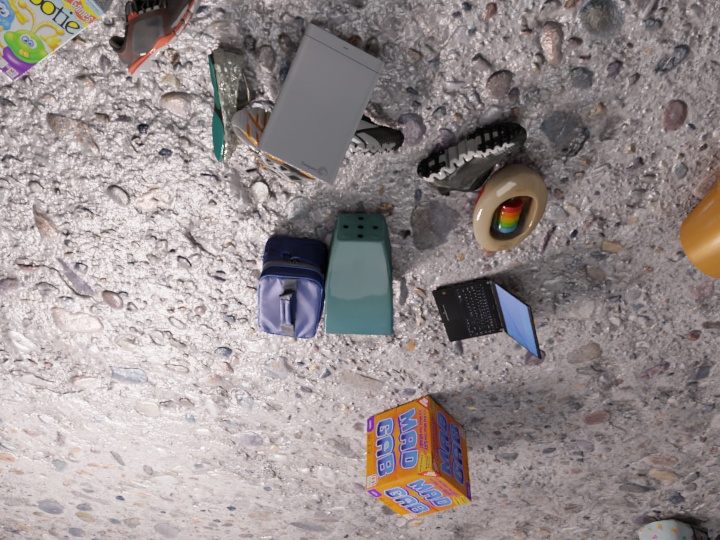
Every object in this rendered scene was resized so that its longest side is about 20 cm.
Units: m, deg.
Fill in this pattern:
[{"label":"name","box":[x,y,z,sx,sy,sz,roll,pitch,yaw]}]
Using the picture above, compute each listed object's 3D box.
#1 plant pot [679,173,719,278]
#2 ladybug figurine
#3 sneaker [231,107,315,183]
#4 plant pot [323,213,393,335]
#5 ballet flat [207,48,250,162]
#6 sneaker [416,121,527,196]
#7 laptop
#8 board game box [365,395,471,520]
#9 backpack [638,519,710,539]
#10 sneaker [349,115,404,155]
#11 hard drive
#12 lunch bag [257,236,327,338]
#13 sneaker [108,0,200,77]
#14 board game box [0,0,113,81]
[{"label":"plant pot","box":[0.668,-0.082,1.162,0.195,0.205,0.184,15,149,-14]},{"label":"ladybug figurine","box":[0.261,-0.115,1.202,0.132,0.073,0.202,-7,142,-11]},{"label":"sneaker","box":[-0.145,-0.198,1.124,0.076,0.080,0.199,-18,148,33]},{"label":"plant pot","box":[0.000,0.000,1.294,0.137,0.143,0.204,2,128,0]},{"label":"ballet flat","box":[-0.209,-0.262,1.090,0.070,0.073,0.203,5,135,-3]},{"label":"sneaker","box":[0.200,-0.186,1.152,0.197,0.068,0.091,-22,134,27]},{"label":"laptop","box":[0.268,0.115,1.420,0.195,0.105,0.179,-12,133,14]},{"label":"board game box","box":[0.147,0.485,1.722,0.197,0.203,0.200,-25,131,26]},{"label":"backpack","box":[0.993,0.878,2.127,0.197,0.156,0.176,27,136,-15]},{"label":"sneaker","box":[-0.018,-0.239,1.091,0.195,0.066,0.093,-1,108,-17]},{"label":"hard drive","box":[-0.061,-0.252,1.028,0.129,0.027,0.204,24,97,-9]},{"label":"lunch bag","box":[-0.135,0.037,1.334,0.132,0.134,0.203,4,136,-3]},{"label":"sneaker","box":[-0.304,-0.368,0.980,0.198,0.078,0.082,-34,119,30]},{"label":"board game box","box":[-0.451,-0.379,0.950,0.197,0.107,0.103,-23,131,24]}]
